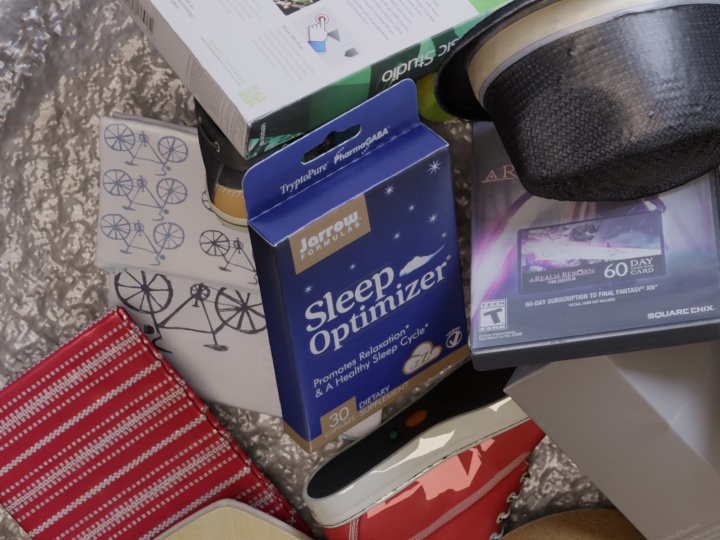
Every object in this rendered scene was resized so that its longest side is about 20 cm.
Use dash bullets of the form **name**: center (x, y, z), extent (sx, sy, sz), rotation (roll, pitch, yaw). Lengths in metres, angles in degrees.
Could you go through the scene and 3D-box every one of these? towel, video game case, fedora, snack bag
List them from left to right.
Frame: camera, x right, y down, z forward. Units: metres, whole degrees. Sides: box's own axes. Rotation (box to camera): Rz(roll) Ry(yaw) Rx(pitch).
- **towel**: center (-0.140, 0.132, 1.502), extent (0.144, 0.023, 0.200), rotation (-35, 106, 13)
- **snack bag**: center (-0.069, 0.009, 1.452), extent (0.187, 0.021, 0.201), rotation (13, 125, 8)
- **video game case**: center (0.132, -0.029, 1.372), extent (0.142, 0.201, 0.019), rotation (-8, 134, 10)
- **fedora**: center (0.144, -0.094, 1.333), extent (0.199, 0.201, 0.092), rotation (-20, 71, 12)

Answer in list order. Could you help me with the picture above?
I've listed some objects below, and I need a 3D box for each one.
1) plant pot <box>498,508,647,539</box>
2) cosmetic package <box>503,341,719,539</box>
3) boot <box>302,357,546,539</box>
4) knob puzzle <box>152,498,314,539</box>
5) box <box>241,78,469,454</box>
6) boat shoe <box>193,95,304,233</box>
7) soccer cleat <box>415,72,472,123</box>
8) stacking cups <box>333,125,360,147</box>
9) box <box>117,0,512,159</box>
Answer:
- **plant pot**: center (0.144, 0.265, 1.389), extent (0.185, 0.200, 0.188), rotation (-2, 112, -5)
- **cosmetic package**: center (0.188, 0.090, 1.395), extent (0.200, 0.107, 0.090), rotation (45, 137, -8)
- **boot**: center (0.084, 0.135, 1.473), extent (0.199, 0.072, 0.145), rotation (-33, 110, 4)
- **knob puzzle**: center (-0.075, 0.225, 1.507), extent (0.218, 0.031, 0.221), rotation (1, 116, 1)
- **box**: center (0.000, 0.000, 1.370), extent (0.121, 0.032, 0.201), rotation (-31, 137, -22)
- **boat shoe**: center (-0.063, -0.109, 1.387), extent (0.074, 0.201, 0.063), rotation (-3, 135, -3)
- **soccer cleat**: center (0.101, -0.166, 1.419), extent (0.200, 0.065, 0.084), rotation (-42, 66, 17)
- **stacking cups**: center (0.003, -0.077, 1.444), extent (0.060, 0.061, 0.202), rotation (-5, 101, 10)
- **box**: center (-0.020, -0.156, 1.358), extent (0.199, 0.036, 0.145), rotation (-27, 61, -23)
